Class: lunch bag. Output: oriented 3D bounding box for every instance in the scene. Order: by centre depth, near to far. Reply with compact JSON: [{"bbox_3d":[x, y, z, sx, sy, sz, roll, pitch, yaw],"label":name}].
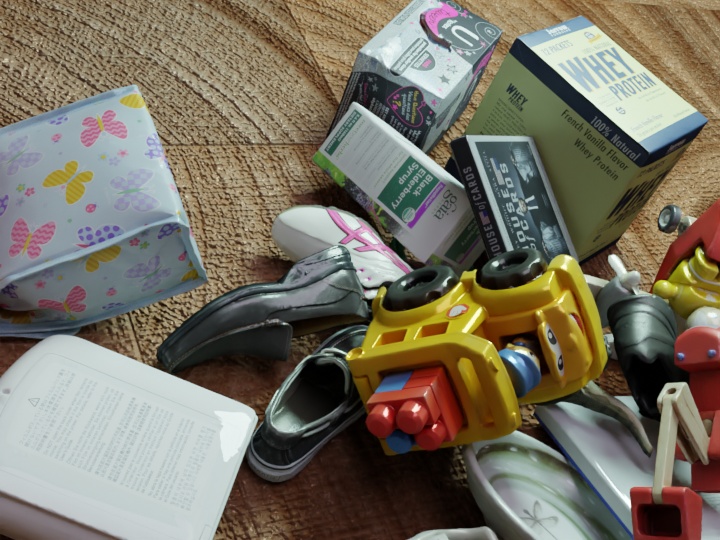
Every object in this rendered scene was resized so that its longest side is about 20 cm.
[{"bbox_3d":[-0.255,-0.042,0.906,0.199,0.127,0.170,-20,58,-9],"label":"lunch bag"}]

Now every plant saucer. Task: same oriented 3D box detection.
[{"bbox_3d":[0.161,0.215,0.896,0.200,0.050,0.200,29,17,-10],"label":"plant saucer"}]

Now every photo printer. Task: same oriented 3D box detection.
[{"bbox_3d":[-0.195,0.143,0.800,0.199,0.070,0.167,22,43,-5],"label":"photo printer"}]

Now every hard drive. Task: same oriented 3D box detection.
[{"bbox_3d":[0.266,0.189,0.973,0.132,0.025,0.200,3,30,-27],"label":"hard drive"}]

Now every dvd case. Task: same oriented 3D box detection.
[{"bbox_3d":[0.159,-0.064,1.056,0.200,0.025,0.151,-13,83,-63],"label":"dvd case"}]

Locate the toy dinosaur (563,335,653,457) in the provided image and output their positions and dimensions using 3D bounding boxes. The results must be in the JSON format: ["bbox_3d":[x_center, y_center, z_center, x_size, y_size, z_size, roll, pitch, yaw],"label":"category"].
[{"bbox_3d":[0.197,0.093,0.989,0.200,0.088,0.047,23,18,28],"label":"toy dinosaur"}]

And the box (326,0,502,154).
[{"bbox_3d":[0.068,-0.223,1.234,0.115,0.132,0.200,31,43,6],"label":"box"}]

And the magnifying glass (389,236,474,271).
[{"bbox_3d":[0.125,-0.009,1.141,0.199,0.022,0.080,9,48,-22],"label":"magnifying glass"}]

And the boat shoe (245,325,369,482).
[{"bbox_3d":[-0.025,0.104,0.920,0.072,0.071,0.200,33,42,6],"label":"boat shoe"}]

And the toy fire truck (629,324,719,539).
[{"bbox_3d":[0.285,0.137,0.895,0.141,0.049,0.201,21,67,-44],"label":"toy fire truck"}]

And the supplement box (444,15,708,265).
[{"bbox_3d":[0.240,-0.143,1.195,0.134,0.200,0.200,-27,65,-41],"label":"supplement box"}]

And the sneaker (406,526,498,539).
[{"bbox_3d":[0.018,0.235,0.798,0.199,0.100,0.075,-9,56,-31],"label":"sneaker"}]

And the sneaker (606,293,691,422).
[{"bbox_3d":[0.294,0.116,0.996,0.200,0.076,0.091,46,37,-24],"label":"sneaker"}]

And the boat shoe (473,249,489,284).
[{"bbox_3d":[0.143,0.016,1.086,0.070,0.070,0.201,-13,67,6],"label":"boat shoe"}]

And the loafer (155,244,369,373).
[{"bbox_3d":[-0.082,0.048,0.929,0.200,0.073,0.072,-26,79,-17],"label":"loafer"}]

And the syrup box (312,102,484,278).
[{"bbox_3d":[0.048,-0.083,1.084,0.200,0.079,0.081,45,12,36],"label":"syrup box"}]

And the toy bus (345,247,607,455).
[{"bbox_3d":[0.089,0.083,0.873,0.136,0.199,0.192,69,28,-17],"label":"toy bus"}]

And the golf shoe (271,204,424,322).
[{"bbox_3d":[0.000,0.000,1.016,0.200,0.073,0.092,28,21,2],"label":"golf shoe"}]

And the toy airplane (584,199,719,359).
[{"bbox_3d":[0.326,0.047,1.065,0.199,0.200,0.141,-25,27,4],"label":"toy airplane"}]
